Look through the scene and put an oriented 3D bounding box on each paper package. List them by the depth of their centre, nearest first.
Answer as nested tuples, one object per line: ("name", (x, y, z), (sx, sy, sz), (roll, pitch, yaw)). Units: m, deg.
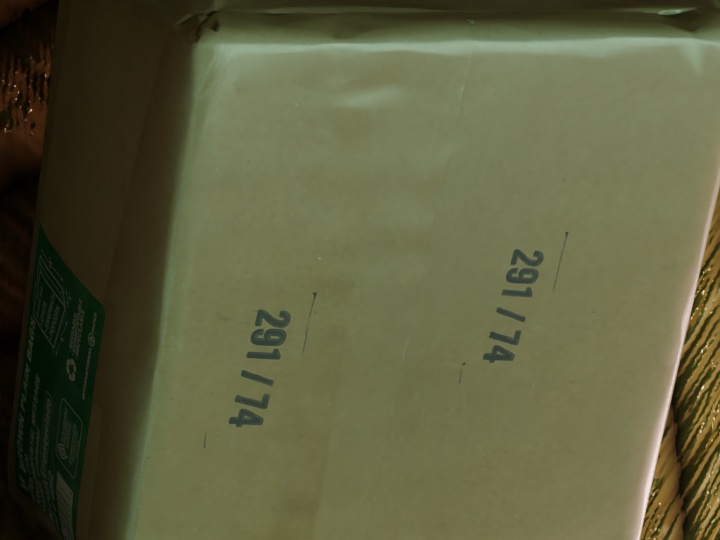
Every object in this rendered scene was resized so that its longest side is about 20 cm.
("paper package", (0.000, 0.000, 0.800), (0.190, 0.103, 0.200), (-3, 116, -25))
